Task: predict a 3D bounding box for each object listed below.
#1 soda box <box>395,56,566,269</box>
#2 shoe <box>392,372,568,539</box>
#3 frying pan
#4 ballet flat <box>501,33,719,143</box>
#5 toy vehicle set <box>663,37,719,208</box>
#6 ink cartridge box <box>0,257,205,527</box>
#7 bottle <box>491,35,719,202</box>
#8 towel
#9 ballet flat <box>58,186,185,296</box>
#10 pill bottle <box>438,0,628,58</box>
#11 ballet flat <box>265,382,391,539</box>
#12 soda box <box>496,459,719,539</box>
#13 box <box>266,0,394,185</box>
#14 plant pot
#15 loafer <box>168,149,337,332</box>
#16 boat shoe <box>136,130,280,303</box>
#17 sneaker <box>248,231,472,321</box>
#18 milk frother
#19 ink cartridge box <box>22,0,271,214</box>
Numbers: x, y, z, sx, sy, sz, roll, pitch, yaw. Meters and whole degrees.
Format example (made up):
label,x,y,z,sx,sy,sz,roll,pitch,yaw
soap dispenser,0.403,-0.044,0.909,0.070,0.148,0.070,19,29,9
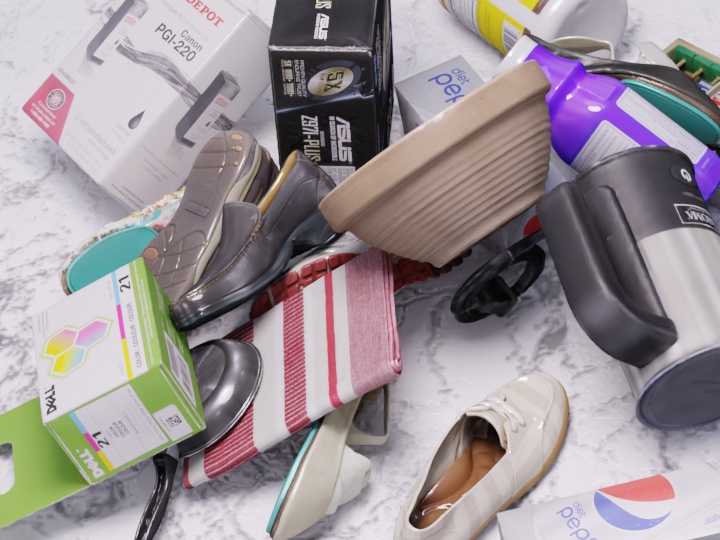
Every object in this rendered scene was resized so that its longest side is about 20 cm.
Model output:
label,x,y,z,sx,sy,sz,roll,pitch,yaw
soda box,0.104,-0.093,1.758,0.068,0.064,0.200,-24,47,-11
shoe,0.092,0.142,1.553,0.070,0.053,0.200,22,55,29
frying pan,-0.148,0.125,1.616,0.190,0.031,0.115,-52,32,-15
ballet flat,0.216,-0.162,1.753,0.199,0.068,0.069,15,63,14
toy vehicle set,0.306,-0.118,1.774,0.124,0.027,0.200,-39,51,-24
ink cartridge box,-0.229,0.099,1.602,0.200,0.076,0.148,-27,35,5
bottle,0.198,-0.113,1.701,0.200,0.084,0.065,37,53,4
towel,-0.054,0.076,1.606,0.200,0.023,0.144,-31,35,22
ballet flat,-0.168,-0.026,1.773,0.200,0.076,0.064,-26,16,-18
pill bottle,0.140,-0.255,1.884,0.109,0.109,0.200,-32,49,-18
ballet flat,-0.014,0.129,1.586,0.069,0.070,0.200,5,47,17
soda box,0.200,0.190,1.474,0.199,0.068,0.064,-14,45,0
box,-0.021,-0.165,1.765,0.086,0.200,0.164,2,46,5
plant pot,0.074,-0.066,1.582,0.201,0.201,0.093,-32,87,-18
loafer,-0.090,-0.022,1.663,0.073,0.072,0.200,-27,11,48
boat shoe,-0.123,-0.015,1.716,0.074,0.073,0.200,30,89,47
sneaker,0.000,0.000,1.708,0.200,0.078,0.082,-28,20,-8
milk frother,0.187,0.037,1.593,0.180,0.200,0.188,2,51,-29
ink cartridge box,-0.178,-0.165,1.835,0.200,0.085,0.146,-48,51,-1
